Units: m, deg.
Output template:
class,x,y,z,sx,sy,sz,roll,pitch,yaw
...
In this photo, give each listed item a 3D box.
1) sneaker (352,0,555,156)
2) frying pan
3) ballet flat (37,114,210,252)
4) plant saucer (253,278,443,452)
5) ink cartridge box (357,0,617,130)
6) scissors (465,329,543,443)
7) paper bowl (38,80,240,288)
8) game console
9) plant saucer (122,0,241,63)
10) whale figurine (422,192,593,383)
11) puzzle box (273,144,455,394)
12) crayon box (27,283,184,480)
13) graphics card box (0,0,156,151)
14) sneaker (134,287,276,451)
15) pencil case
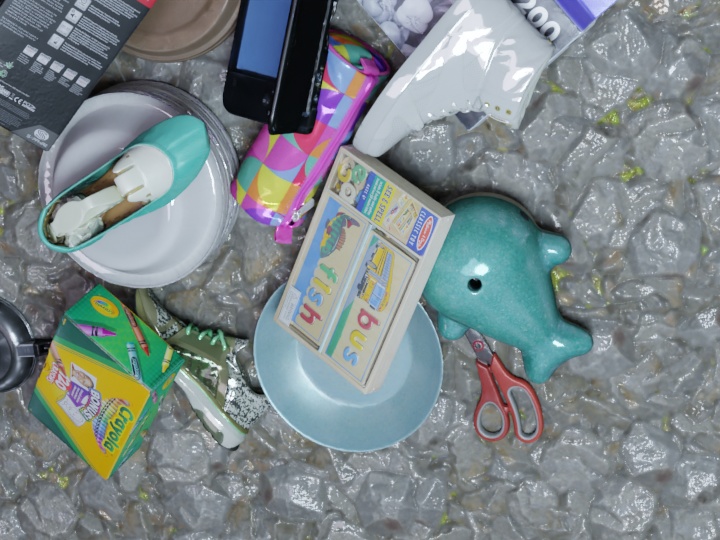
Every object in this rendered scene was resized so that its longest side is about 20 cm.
class,x,y,z,sx,sy,sz,roll,pitch,yaw
sneaker,0.088,-0.153,1.359,0.115,0.074,0.200,42,115,1
frying pan,-0.374,0.097,1.637,0.188,0.031,0.116,22,114,10
ballet flat,-0.224,-0.073,1.403,0.199,0.070,0.068,-32,97,21
plant saucer,-0.009,0.085,1.528,0.198,0.039,0.204,5,109,14
ink cartridge box,0.111,-0.265,1.376,0.200,0.043,0.198,-40,94,22
scissors,0.130,0.083,1.505,0.072,0.014,0.202,-11,104,21
paper bowl,-0.225,-0.081,1.495,0.198,0.104,0.203,5,108,14
game console,-0.081,-0.231,1.345,0.175,0.116,0.203,20,100,41
plant saucer,-0.198,-0.299,1.455,0.197,0.029,0.203,5,108,14
whale figurine,0.136,0.024,1.432,0.158,0.104,0.201,-35,100,19
puzzle box,0.000,0.000,1.431,0.133,0.025,0.202,36,118,27
crayon box,-0.265,0.118,1.548,0.118,0.058,0.201,40,140,6
graphics card box,-0.293,-0.224,1.418,0.125,0.051,0.201,28,108,-34
sneaker,-0.159,0.084,1.561,0.088,0.077,0.201,-35,100,3
pencil case,-0.049,-0.131,1.442,0.088,0.088,0.201,30,113,3
